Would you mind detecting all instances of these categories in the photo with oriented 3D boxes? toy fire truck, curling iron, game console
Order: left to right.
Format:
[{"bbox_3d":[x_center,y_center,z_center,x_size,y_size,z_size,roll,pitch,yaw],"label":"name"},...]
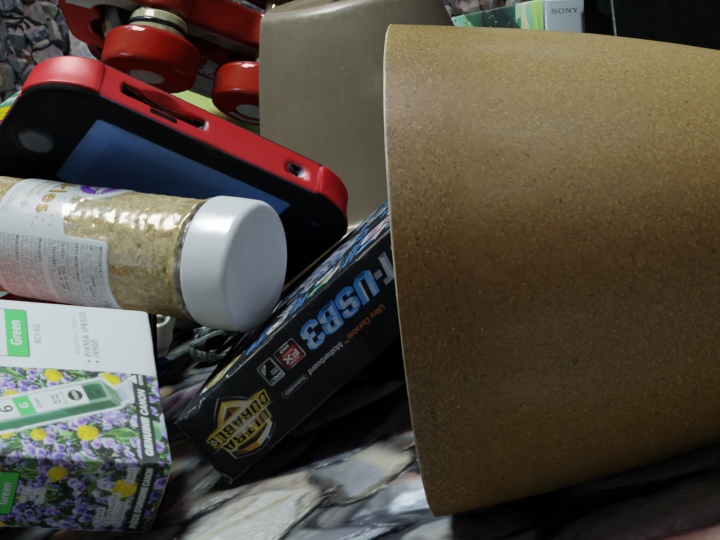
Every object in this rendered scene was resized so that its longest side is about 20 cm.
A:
[{"bbox_3d":[-0.121,-0.039,0.923,0.177,0.199,0.031,-41,32,49],"label":"game console"},{"bbox_3d":[-0.124,-0.166,1.143,0.198,0.113,0.168,16,-16,-24],"label":"toy fire truck"},{"bbox_3d":[-0.070,0.022,1.146,0.049,0.026,0.200,-11,14,22],"label":"curling iron"}]

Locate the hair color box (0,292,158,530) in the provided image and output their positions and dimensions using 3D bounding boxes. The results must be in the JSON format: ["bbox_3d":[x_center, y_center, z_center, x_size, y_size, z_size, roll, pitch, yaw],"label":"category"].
[{"bbox_3d":[-0.196,0.076,0.878,0.061,0.102,0.200,18,31,29],"label":"hair color box"}]

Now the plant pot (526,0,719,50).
[{"bbox_3d":[0.233,-0.175,1.148,0.175,0.202,0.199,-9,9,-9],"label":"plant pot"}]

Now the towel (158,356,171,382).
[{"bbox_3d":[-0.236,0.104,1.061,0.198,0.024,0.145,-16,11,27],"label":"towel"}]

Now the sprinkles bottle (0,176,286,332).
[{"bbox_3d":[-0.140,-0.012,0.856,0.198,0.069,0.068,7,22,25],"label":"sprinkles bottle"}]

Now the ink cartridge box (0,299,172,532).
[{"bbox_3d":[-0.195,0.063,0.753,0.198,0.051,0.109,6,38,-21],"label":"ink cartridge box"}]

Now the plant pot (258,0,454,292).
[{"bbox_3d":[0.011,-0.092,1.029,0.198,0.176,0.200,-12,14,3],"label":"plant pot"}]

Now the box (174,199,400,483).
[{"bbox_3d":[0.006,0.005,0.848,0.198,0.050,0.200,-43,4,15],"label":"box"}]

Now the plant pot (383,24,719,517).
[{"bbox_3d":[0.116,-0.010,0.602,0.198,0.188,0.186,-6,13,7],"label":"plant pot"}]

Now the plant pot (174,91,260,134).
[{"bbox_3d":[-0.116,-0.068,1.307,0.199,0.202,0.184,-21,23,-5],"label":"plant pot"}]

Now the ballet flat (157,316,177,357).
[{"bbox_3d":[-0.170,0.044,1.041,0.072,0.069,0.199,13,28,39],"label":"ballet flat"}]

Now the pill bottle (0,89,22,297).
[{"bbox_3d":[-0.228,-0.060,1.109,0.112,0.113,0.200,-13,25,36],"label":"pill bottle"}]

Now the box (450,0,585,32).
[{"bbox_3d":[0.114,-0.122,1.182,0.036,0.146,0.200,-5,6,-17],"label":"box"}]
